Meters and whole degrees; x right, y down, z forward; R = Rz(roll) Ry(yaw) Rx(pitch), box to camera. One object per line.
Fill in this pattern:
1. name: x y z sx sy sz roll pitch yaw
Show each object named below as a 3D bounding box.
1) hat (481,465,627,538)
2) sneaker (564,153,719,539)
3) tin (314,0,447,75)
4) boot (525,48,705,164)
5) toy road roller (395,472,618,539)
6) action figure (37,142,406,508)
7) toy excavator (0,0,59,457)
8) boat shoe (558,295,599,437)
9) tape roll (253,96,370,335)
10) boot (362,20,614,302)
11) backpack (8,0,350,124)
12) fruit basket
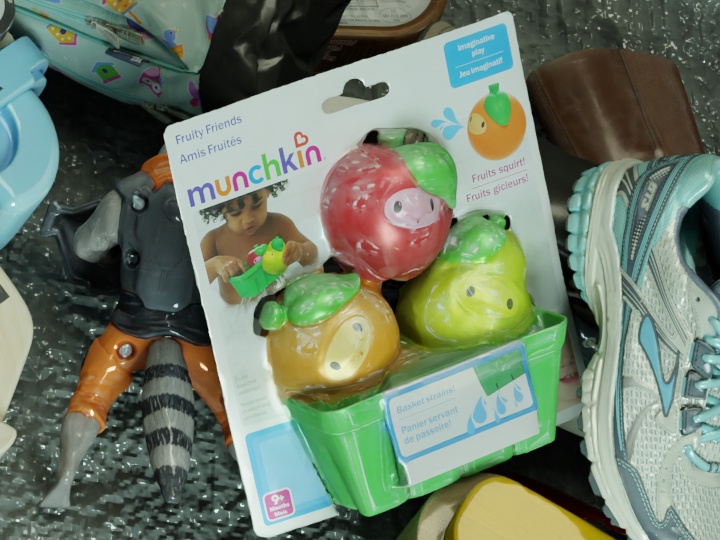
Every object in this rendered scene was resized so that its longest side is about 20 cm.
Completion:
1. hat: 0.156 0.106 1.461 0.176 0.200 0.166 21 70 34
2. sneaker: 0.149 0.040 1.320 0.078 0.086 0.200 5 73 -51
3. tin: -0.046 -0.162 1.601 0.200 0.042 0.112 -2 53 -24
4. boot: 0.200 -0.048 1.612 0.186 0.064 0.200 -2 53 -27
5. toy road roller: 0.086 0.204 1.341 0.200 0.123 0.146 33 61 1
6. action figure: -0.062 0.019 1.383 0.200 0.105 0.194 2 82 3
7. toy excavator: -0.197 -0.022 1.406 0.200 0.100 0.194 47 53 2
8. boat shoe: 0.165 0.058 1.490 0.200 0.062 0.075 19 30 -28
9. tape roll: 0.000 0.000 1.502 0.202 0.037 0.203 12 53 -16
10. boot: 0.079 -0.053 1.468 0.150 0.073 0.200 26 18 -1
11. backpack: -0.109 -0.163 1.476 0.200 0.127 0.167 20 66 14
12. fruit basket: 0.016 0.003 1.317 0.185 0.200 0.094 -20 24 -24
